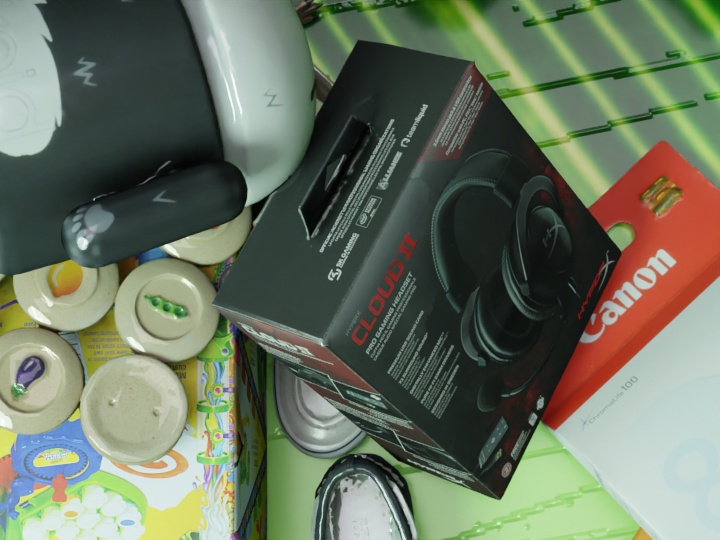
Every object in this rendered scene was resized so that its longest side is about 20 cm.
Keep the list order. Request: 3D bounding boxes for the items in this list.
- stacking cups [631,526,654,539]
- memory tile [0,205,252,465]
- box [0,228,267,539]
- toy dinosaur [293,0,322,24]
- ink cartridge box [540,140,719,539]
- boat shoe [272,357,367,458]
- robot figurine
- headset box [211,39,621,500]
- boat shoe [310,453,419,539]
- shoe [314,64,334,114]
[{"bbox_3d":[0.129,0.189,0.868,0.060,0.061,0.201,30,81,8],"label":"stacking cups"},{"bbox_3d":[-0.159,-0.006,0.787,0.199,0.017,0.154,20,74,-5],"label":"memory tile"},{"bbox_3d":[-0.153,0.084,0.868,0.198,0.122,0.194,-1,81,4],"label":"box"},{"bbox_3d":[-0.061,-0.186,0.942,0.199,0.058,0.102,-27,65,0],"label":"toy dinosaur"},{"bbox_3d":[0.167,0.039,0.860,0.160,0.047,0.200,-43,66,-3],"label":"ink cartridge box"},{"bbox_3d":[0.000,0.000,0.893,0.070,0.070,0.201,18,84,7],"label":"boat shoe"},{"bbox_3d":[-0.117,-0.069,0.740,0.199,0.125,0.151,-17,82,-14],"label":"robot figurine"},{"bbox_3d":[0.029,-0.002,0.815,0.077,0.200,0.149,17,71,39],"label":"headset box"},{"bbox_3d":[0.009,0.195,0.871,0.075,0.060,0.201,-15,81,2],"label":"boat shoe"},{"bbox_3d":[-0.073,-0.130,0.874,0.053,0.070,0.200,-36,100,31],"label":"shoe"}]
